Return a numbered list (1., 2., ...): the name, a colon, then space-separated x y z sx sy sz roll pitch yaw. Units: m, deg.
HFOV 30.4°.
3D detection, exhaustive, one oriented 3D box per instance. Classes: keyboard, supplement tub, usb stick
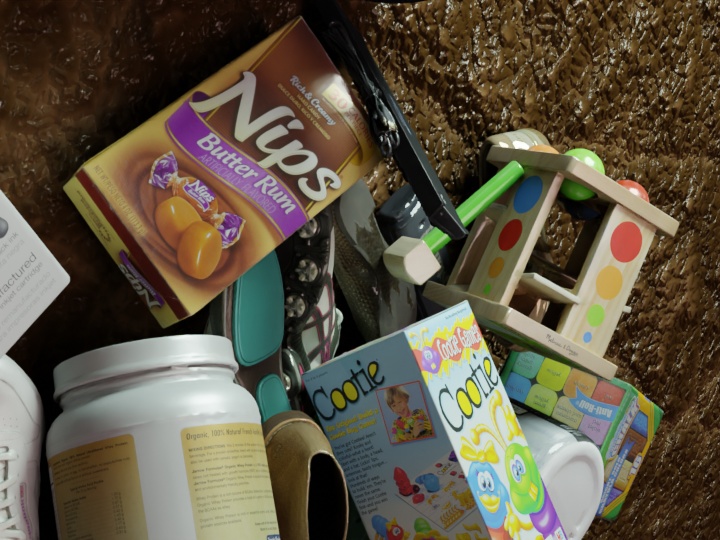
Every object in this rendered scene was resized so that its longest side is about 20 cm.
1. keyboard: 0.013 -0.114 0.918 0.020 0.202 0.127 -31 153 8
2. supplement tub: -0.127 0.154 0.861 0.143 0.143 0.203 4 71 -48
3. supplement tub: 0.095 0.159 1.117 0.122 0.199 0.124 -21 122 -39
4. usb stick: 0.062 0.013 1.145 0.055 0.032 0.201 -45 134 -24

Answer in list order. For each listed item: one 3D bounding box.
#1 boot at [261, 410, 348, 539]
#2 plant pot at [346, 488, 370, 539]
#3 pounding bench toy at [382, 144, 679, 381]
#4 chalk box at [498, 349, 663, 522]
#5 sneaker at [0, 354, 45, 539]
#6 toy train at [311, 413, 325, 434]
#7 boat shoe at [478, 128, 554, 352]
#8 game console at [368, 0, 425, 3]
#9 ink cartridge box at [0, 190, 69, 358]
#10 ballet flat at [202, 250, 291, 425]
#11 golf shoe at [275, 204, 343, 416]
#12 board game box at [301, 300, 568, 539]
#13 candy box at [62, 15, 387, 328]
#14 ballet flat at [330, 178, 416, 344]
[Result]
1. boot: -0.046 0.206 0.918 0.073 0.075 0.203 -4 107 -26
2. plant pot: -0.011 0.267 1.064 0.200 0.199 0.162 -41 118 -27
3. pounding bench toy: 0.130 -0.031 1.067 0.198 0.124 0.158 27 86 -29
4. chalk box: 0.189 0.147 1.244 0.125 0.124 0.200 -64 153 -4
5. sneaker: -0.227 0.148 0.833 0.074 0.100 0.203 -8 113 -21
6. toy train: -0.032 0.144 1.055 0.057 0.042 0.201 50 50 -15
7. boat shoe: 0.128 -0.023 1.180 0.064 0.071 0.203 -12 105 -39
8. game console: 0.024 -0.214 0.896 0.198 0.175 0.032 0 94 -47
9. ink cartridge box: -0.276 -0.018 0.723 0.147 0.082 0.201 -50 137 -20
10. ballet flat: -0.086 0.070 0.954 0.067 0.063 0.203 -22 106 -55
11. golf shoe: -0.052 0.026 1.011 0.088 0.076 0.203 -26 131 -59
12. board game box: 0.057 0.142 0.979 0.103 0.104 0.203 -20 87 -56
13. candy box: -0.085 -0.069 0.892 0.200 0.056 0.117 -41 99 -30
14. ballet flat: 0.000 0.000 1.064 0.068 0.046 0.201 -62 145 -33
